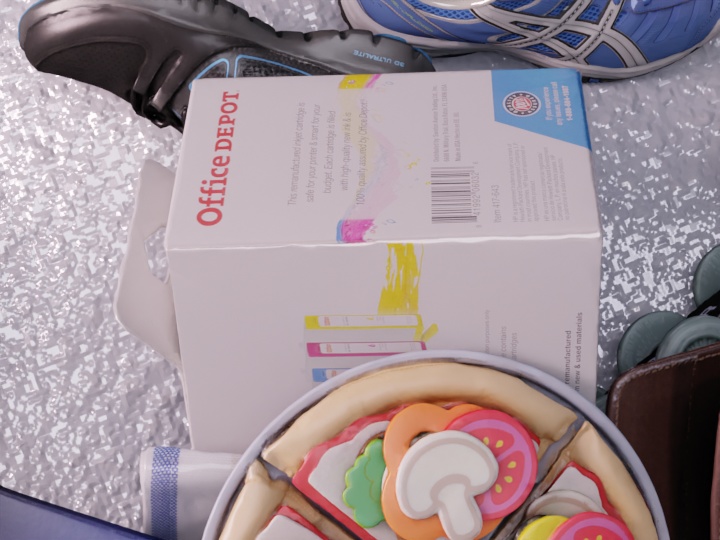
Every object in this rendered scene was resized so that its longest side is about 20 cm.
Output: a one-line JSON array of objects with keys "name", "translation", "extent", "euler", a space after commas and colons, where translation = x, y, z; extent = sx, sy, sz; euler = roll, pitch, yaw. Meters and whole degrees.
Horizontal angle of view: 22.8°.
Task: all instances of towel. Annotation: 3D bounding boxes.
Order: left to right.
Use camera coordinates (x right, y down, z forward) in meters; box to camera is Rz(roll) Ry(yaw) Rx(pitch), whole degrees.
[{"name": "towel", "translation": [0.000, 0.118, 0.782], "extent": [0.197, 0.148, 0.024], "euler": [1, 53, -3]}]

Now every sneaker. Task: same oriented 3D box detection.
[{"name": "sneaker", "translation": [-0.065, -0.081, 0.832], "extent": [0.197, 0.073, 0.083], "euler": [11, 83, -1]}, {"name": "sneaker", "translation": [0.090, -0.134, 0.848], "extent": [0.197, 0.077, 0.077], "euler": [-3, 81, -6]}]

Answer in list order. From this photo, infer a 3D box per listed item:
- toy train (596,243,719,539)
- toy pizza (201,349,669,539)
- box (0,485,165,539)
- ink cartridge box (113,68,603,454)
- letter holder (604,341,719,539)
[{"name": "toy train", "translation": [0.170, 0.069, 0.827], "extent": [0.200, 0.085, 0.114], "euler": [-41, 96, -8]}, {"name": "toy pizza", "translation": [0.033, 0.133, 0.705], "extent": [0.198, 0.032, 0.203], "euler": [-1, 95, -10]}, {"name": "box", "translation": [-0.114, 0.164, 0.729], "extent": [0.198, 0.032, 0.123], "euler": [18, 84, -1]}, {"name": "ink cartridge box", "translation": [0.000, 0.000, 0.770], "extent": [0.197, 0.129, 0.126], "euler": [-1, 127, 4]}, {"name": "letter holder", "translation": [0.187, 0.135, 0.756], "extent": [0.141, 0.101, 0.202], "euler": [-14, 111, -14]}]
